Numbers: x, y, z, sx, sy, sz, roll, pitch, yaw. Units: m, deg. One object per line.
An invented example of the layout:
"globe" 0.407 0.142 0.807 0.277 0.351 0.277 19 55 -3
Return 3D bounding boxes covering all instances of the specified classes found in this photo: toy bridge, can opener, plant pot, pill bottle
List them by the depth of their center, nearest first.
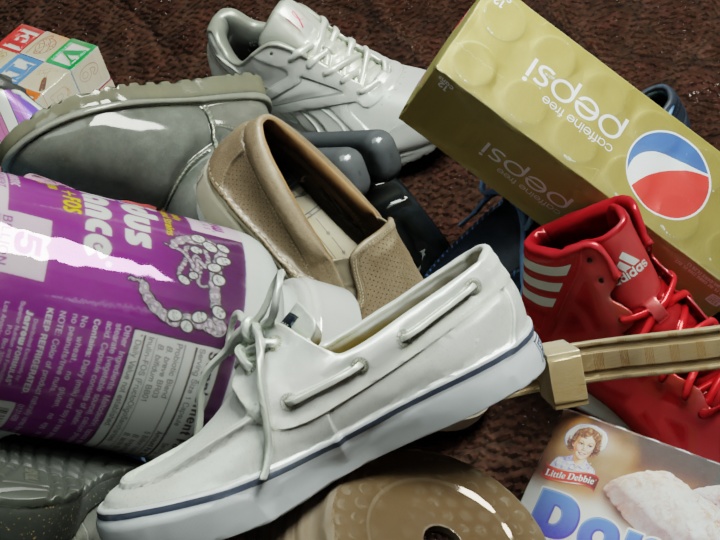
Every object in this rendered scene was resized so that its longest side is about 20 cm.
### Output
"plant pot" 0.020 0.143 0.659 0.199 0.093 0.202 15 39 -12
"pill bottle" -0.104 0.027 0.717 0.198 0.113 0.113 14 36 -22
"toy bridge" 0.092 0.049 0.730 0.198 0.028 0.067 -10 2 1
"can opener" -0.055 -0.075 0.980 0.052 0.067 0.199 -32 26 -30

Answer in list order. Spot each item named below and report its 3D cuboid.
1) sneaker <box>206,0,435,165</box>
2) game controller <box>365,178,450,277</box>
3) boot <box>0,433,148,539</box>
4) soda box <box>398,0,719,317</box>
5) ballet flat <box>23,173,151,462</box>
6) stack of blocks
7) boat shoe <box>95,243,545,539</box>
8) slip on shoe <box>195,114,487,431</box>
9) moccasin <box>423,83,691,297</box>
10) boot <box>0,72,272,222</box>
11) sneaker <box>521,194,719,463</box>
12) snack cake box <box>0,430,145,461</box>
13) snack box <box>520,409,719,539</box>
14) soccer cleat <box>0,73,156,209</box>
"sneaker" -0.025 -0.126 1.022 0.198 0.100 0.078 10 49 28
"game controller" -0.045 0.011 0.938 0.199 0.042 0.105 -28 57 -10
"boot" -0.144 0.144 0.678 0.067 0.200 0.132 12 91 6
"soda box" 0.123 -0.058 0.837 0.199 0.064 0.068 36 64 -2
"ballet flat" -0.104 0.031 0.806 0.071 0.202 0.069 -25 6 11
"stack of blocks" -0.257 -0.080 1.085 0.114 0.059 0.200 20 54 35
"boat shoe" -0.025 0.042 0.644 0.200 0.087 0.075 -24 11 -8
"slip on shoe" 0.000 0.000 0.829 0.200 0.061 0.076 47 43 3
"moccasin" 0.109 -0.043 0.909 0.200 0.069 0.080 -39 46 -22
"boot" -0.091 -0.007 0.874 0.180 0.073 0.202 -14 72 -19
"sneaker" 0.150 0.037 0.774 0.199 0.116 0.078 25 56 38
"snack cake box" -0.176 0.052 0.874 0.067 0.116 0.201 -22 42 -5
"snack box" 0.167 0.129 0.724 0.199 0.024 0.072 19 74 34
"soccer cleat" -0.221 -0.073 0.994 0.198 0.068 0.074 26 67 -14
